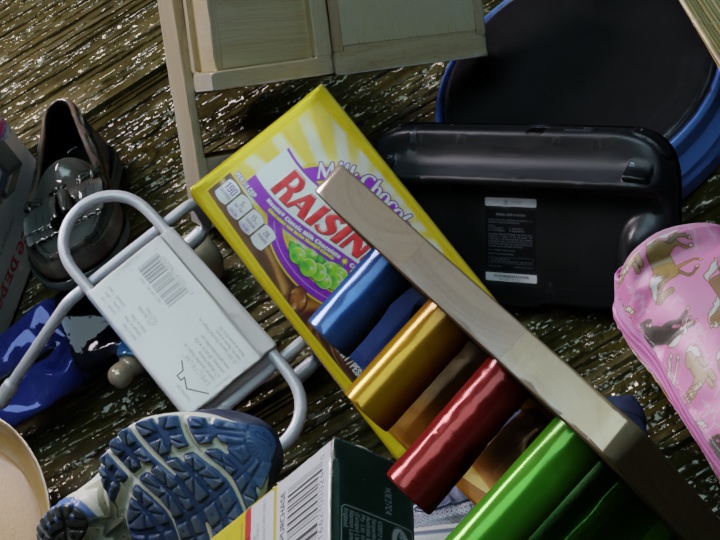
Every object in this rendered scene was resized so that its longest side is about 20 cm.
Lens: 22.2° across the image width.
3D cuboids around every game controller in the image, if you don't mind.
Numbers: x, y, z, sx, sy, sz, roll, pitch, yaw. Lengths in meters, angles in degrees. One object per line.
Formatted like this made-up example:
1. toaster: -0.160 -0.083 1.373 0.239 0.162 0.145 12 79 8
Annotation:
1. game controller: 0.091 -0.031 1.062 0.198 0.105 0.042 5 18 33

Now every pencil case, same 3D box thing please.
1. pencil case: 0.200 0.063 0.930 0.083 0.086 0.201 -52 40 26

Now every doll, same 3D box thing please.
1. doll: -0.177 0.035 1.182 0.199 0.049 0.137 -31 47 4

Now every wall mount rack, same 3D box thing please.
1. wall mount rack: -0.124 0.058 1.093 0.173 0.075 0.200 -39 71 -9

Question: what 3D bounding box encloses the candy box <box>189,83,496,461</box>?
1. candy box: 0.000 0.000 1.058 0.102 0.026 0.200 -38 79 -6

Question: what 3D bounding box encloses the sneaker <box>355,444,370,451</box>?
1. sneaker: -0.076 0.171 1.002 0.111 0.073 0.201 10 58 38

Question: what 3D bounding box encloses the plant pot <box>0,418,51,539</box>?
1. plant pot: -0.264 0.180 1.110 0.198 0.027 0.202 -12 61 22

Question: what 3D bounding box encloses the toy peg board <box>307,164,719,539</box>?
1. toy peg board: 0.057 0.080 0.842 0.098 0.200 0.199 -47 55 -1

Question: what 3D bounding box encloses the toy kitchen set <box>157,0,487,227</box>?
1. toy kitchen set: -0.030 -0.123 1.192 0.179 0.165 0.200 -9 7 -13

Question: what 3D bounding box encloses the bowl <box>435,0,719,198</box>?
1. bowl: 0.138 -0.110 1.128 0.199 0.039 0.202 -15 49 18

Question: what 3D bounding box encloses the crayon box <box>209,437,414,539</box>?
1. crayon box: -0.050 0.182 0.858 0.200 0.050 0.128 -41 36 39

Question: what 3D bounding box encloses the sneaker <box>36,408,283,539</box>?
1. sneaker: -0.098 0.112 0.989 0.085 0.077 0.199 -32 1 -44

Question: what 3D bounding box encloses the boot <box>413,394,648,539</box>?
1. boot: 0.062 0.128 0.968 0.198 0.073 0.091 -12 45 9

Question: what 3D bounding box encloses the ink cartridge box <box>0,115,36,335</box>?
1. ink cartridge box: -0.298 -0.054 1.215 0.087 0.201 0.146 0 54 24

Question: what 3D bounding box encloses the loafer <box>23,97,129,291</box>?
1. loafer: -0.195 -0.053 1.208 0.071 0.063 0.200 -23 25 3

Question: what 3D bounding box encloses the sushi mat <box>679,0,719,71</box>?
1. sushi mat: 0.222 -0.168 1.106 0.095 0.012 0.201 5 42 -24
